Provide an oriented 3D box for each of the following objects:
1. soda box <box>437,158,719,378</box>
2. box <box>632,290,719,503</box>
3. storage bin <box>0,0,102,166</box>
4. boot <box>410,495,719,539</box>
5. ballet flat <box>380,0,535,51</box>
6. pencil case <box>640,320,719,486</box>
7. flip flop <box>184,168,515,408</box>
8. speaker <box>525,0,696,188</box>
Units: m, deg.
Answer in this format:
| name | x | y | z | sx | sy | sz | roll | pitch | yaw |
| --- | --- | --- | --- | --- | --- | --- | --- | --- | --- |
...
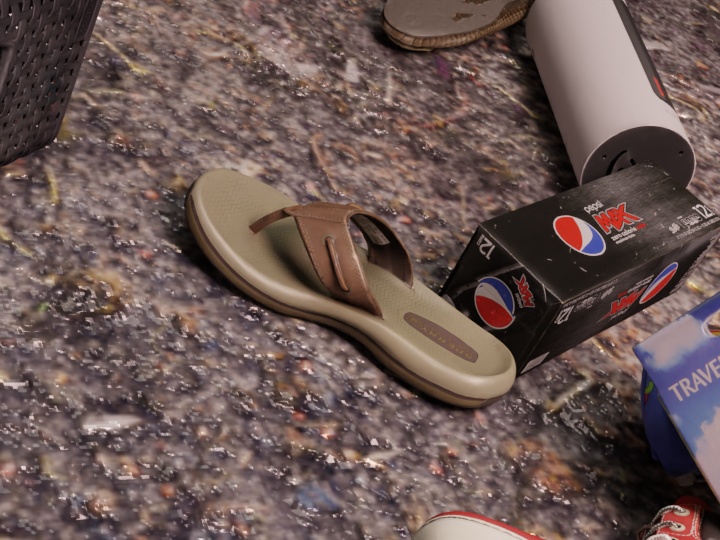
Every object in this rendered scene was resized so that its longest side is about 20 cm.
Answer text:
| name | x | y | z | sx | sy | sz | roll | pitch | yaw |
| --- | --- | --- | --- | --- | --- | --- | --- | --- | --- |
| soda box | 0.135 | -0.006 | 0.833 | 0.071 | 0.064 | 0.199 | 44 | 37 | 22 |
| box | 0.227 | 0.091 | 0.640 | 0.048 | 0.122 | 0.201 | -4 | 62 | -55 |
| storage bin | -0.238 | -0.146 | 0.686 | 0.199 | 0.136 | 0.094 | 37 | 36 | 11 |
| boot | 0.111 | 0.138 | 0.637 | 0.199 | 0.073 | 0.145 | 31 | 34 | -11 |
| ballet flat | 0.082 | -0.195 | 1.055 | 0.067 | 0.047 | 0.200 | 40 | 42 | 17 |
| pencil case | 0.238 | 0.078 | 0.708 | 0.199 | 0.088 | 0.078 | 6 | -6 | 35 |
| flip flop | 0.000 | 0.000 | 0.737 | 0.199 | 0.058 | 0.081 | 33 | 35 | 5 |
| speaker | 0.174 | -0.126 | 0.995 | 0.081 | 0.081 | 0.201 | 15 | 37 | -19 |
